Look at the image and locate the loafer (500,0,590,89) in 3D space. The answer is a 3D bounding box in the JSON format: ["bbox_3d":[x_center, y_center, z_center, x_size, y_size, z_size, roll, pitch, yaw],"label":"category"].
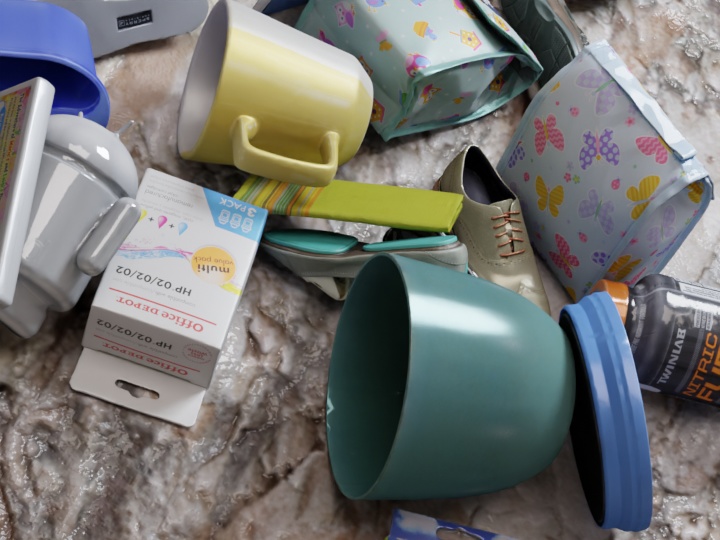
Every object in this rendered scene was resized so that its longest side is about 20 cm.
[{"bbox_3d":[0.210,-0.233,1.791,0.063,0.072,0.200,-5,54,-28],"label":"loafer"}]

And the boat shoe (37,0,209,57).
[{"bbox_3d":[-0.248,-0.250,1.663,0.200,0.071,0.070,-16,34,-23],"label":"boat shoe"}]

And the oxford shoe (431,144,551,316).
[{"bbox_3d":[0.123,-0.025,1.605,0.071,0.074,0.200,-14,60,-26],"label":"oxford shoe"}]

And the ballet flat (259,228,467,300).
[{"bbox_3d":[0.000,0.000,1.534,0.200,0.064,0.067,3,14,27],"label":"ballet flat"}]

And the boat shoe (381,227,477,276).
[{"bbox_3d":[0.085,0.033,1.558,0.074,0.060,0.200,-18,62,-28],"label":"boat shoe"}]

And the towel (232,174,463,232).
[{"bbox_3d":[-0.012,-0.058,1.560,0.200,0.018,0.086,6,24,11],"label":"towel"}]

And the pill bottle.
[{"bbox_3d":[0.301,0.065,1.577,0.200,0.106,0.106,14,52,-7],"label":"pill bottle"}]

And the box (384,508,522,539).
[{"bbox_3d":[0.064,0.295,1.368,0.122,0.048,0.200,15,52,-8],"label":"box"}]

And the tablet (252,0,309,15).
[{"bbox_3d":[-0.004,-0.304,1.735,0.200,0.130,0.014,-21,83,-29],"label":"tablet"}]

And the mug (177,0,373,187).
[{"bbox_3d":[-0.075,-0.140,1.595,0.153,0.149,0.187,14,64,-19],"label":"mug"}]

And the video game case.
[{"bbox_3d":[-0.329,-0.044,1.404,0.024,0.182,0.200,35,51,-43],"label":"video game case"}]

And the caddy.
[{"bbox_3d":[-0.318,-0.155,1.516,0.200,0.141,0.105,3,49,-15],"label":"caddy"}]

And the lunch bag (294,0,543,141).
[{"bbox_3d":[0.068,-0.233,1.712,0.200,0.122,0.170,-19,61,-37],"label":"lunch bag"}]

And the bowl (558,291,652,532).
[{"bbox_3d":[0.200,0.119,1.451,0.039,0.201,0.201,-9,56,-1],"label":"bowl"}]

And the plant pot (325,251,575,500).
[{"bbox_3d":[0.079,0.094,1.430,0.161,0.201,0.201,8,53,-18],"label":"plant pot"}]

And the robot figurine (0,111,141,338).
[{"bbox_3d":[-0.258,-0.046,1.449,0.170,0.113,0.200,18,71,29],"label":"robot figurine"}]

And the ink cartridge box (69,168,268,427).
[{"bbox_3d":[-0.161,0.021,1.482,0.115,0.068,0.200,19,52,-4],"label":"ink cartridge box"}]

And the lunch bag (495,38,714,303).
[{"bbox_3d":[0.231,-0.090,1.608,0.127,0.200,0.170,-23,64,-30],"label":"lunch bag"}]
